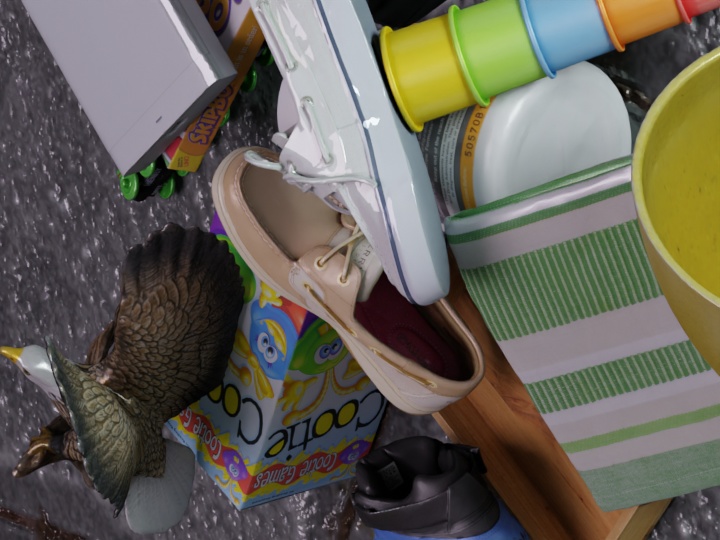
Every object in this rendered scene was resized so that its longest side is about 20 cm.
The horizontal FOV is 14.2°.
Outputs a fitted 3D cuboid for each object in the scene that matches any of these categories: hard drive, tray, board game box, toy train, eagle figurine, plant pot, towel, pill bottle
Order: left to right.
[{"bbox_3d":[-0.163,-0.175,1.819,0.201,0.026,0.132,59,139,8],"label":"hard drive"},{"bbox_3d":[-0.149,0.075,1.757,0.200,0.150,0.153,-36,61,58],"label":"eagle figurine"},{"bbox_3d":[-0.114,-0.115,1.915,0.200,0.042,0.057,-48,54,47],"label":"toy train"},{"bbox_3d":[-0.088,-0.167,1.816,0.200,0.030,0.096,-57,41,34],"label":"board game box"},{"bbox_3d":[-0.041,0.035,1.816,0.105,0.103,0.201,45,133,33],"label":"board game box"},{"bbox_3d":[0.050,-0.080,1.656,0.200,0.116,0.117,19,115,47],"label":"pill bottle"},{"bbox_3d":[0.101,0.088,1.712,0.200,0.037,0.099,54,137,27],"label":"tray"},{"bbox_3d":[0.145,0.036,1.557,0.152,0.023,0.200,-18,115,36],"label":"towel"},{"bbox_3d":[0.233,-0.003,1.419,0.200,0.200,0.142,46,158,33],"label":"plant pot"}]

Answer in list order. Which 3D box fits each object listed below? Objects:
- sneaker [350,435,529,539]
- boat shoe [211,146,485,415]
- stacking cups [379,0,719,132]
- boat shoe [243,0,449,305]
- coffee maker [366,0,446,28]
[{"bbox_3d":[0.031,0.152,1.748,0.112,0.077,0.200,59,158,-9],"label":"sneaker"},{"bbox_3d":[0.000,0.000,1.673,0.200,0.074,0.069,44,153,-15],"label":"boat shoe"},{"bbox_3d":[0.113,-0.129,1.532,0.199,0.060,0.061,-16,88,11],"label":"stacking cups"},{"bbox_3d":[-0.019,-0.070,1.546,0.086,0.075,0.203,-20,91,11],"label":"boat shoe"},{"bbox_3d":[0.041,-0.232,1.558,0.200,0.191,0.135,-40,69,49],"label":"coffee maker"}]
